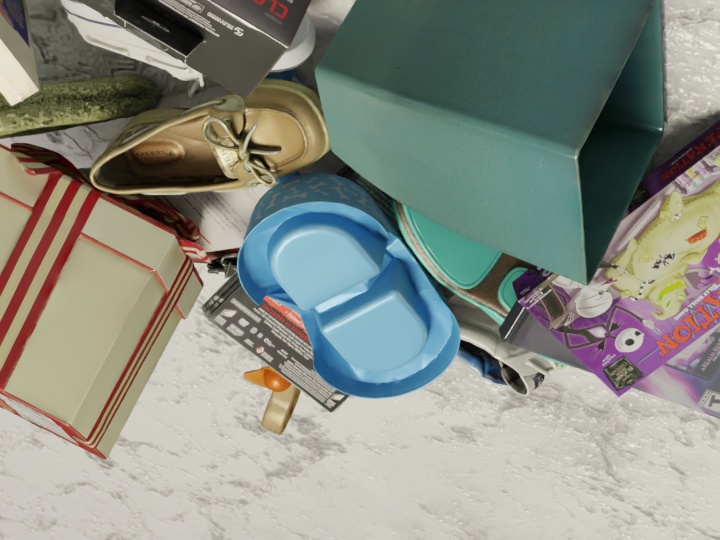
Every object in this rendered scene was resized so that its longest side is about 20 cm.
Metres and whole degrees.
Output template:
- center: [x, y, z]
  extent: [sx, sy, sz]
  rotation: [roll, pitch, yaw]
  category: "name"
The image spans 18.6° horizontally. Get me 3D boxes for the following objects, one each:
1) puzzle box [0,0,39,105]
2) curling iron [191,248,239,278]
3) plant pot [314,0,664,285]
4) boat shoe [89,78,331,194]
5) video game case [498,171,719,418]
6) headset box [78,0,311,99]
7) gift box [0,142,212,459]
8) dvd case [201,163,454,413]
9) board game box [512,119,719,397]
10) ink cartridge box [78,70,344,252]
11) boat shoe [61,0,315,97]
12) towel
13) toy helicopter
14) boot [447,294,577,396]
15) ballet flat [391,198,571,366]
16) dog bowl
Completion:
- center: [-0.289, -0.221, 1.512]
  extent: [0.025, 0.133, 0.200]
  rotation: [-29, 126, 7]
  category: "puzzle box"
- center: [-0.165, -0.019, 1.833]
  extent: [0.199, 0.026, 0.050]
  rotation: [12, -176, 24]
  category: "curling iron"
- center: [0.081, -0.110, 1.442]
  extent: [0.199, 0.142, 0.142]
  rotation: [18, 149, 20]
  category: "plant pot"
- center: [-0.104, -0.084, 1.547]
  extent: [0.199, 0.063, 0.074]
  rotation: [-11, 112, 40]
  category: "boat shoe"
- center: [0.217, 0.023, 1.552]
  extent: [0.199, 0.019, 0.143]
  rotation: [19, 118, -21]
  category: "video game case"
- center: [-0.090, -0.213, 1.331]
  extent: [0.148, 0.200, 0.075]
  rotation: [30, 148, -11]
  category: "headset box"
- center: [-0.221, 0.015, 1.636]
  extent: [0.184, 0.187, 0.200]
  rotation: [26, 168, 4]
  category: "gift box"
- center: [0.000, 0.000, 1.630]
  extent: [0.200, 0.022, 0.146]
  rotation: [-44, 125, 11]
  category: "dvd case"
- center: [0.217, -0.010, 1.505]
  extent: [0.200, 0.032, 0.120]
  rotation: [-39, 124, 17]
  category: "board game box"
- center: [-0.104, -0.078, 1.671]
  extent: [0.199, 0.068, 0.116]
  rotation: [-7, 138, 39]
  category: "ink cartridge box"
- center: [-0.118, -0.162, 1.548]
  extent: [0.201, 0.075, 0.086]
  rotation: [13, 147, 21]
  category: "boat shoe"
- center: [-0.259, -0.118, 1.630]
  extent: [0.148, 0.200, 0.037]
  rotation: [-6, 95, 37]
  category: "towel"
- center: [-0.051, 0.067, 1.766]
  extent: [0.079, 0.132, 0.200]
  rotation: [20, 135, 3]
  category: "toy helicopter"
- center: [0.145, 0.062, 1.694]
  extent: [0.199, 0.096, 0.074]
  rotation: [23, 149, -1]
  category: "boot"
- center: [0.092, 0.000, 1.601]
  extent: [0.200, 0.067, 0.070]
  rotation: [41, 170, -10]
  category: "ballet flat"
- center: [-0.008, 0.008, 1.576]
  extent: [0.111, 0.050, 0.200]
  rotation: [-27, 128, 17]
  category: "dog bowl"
